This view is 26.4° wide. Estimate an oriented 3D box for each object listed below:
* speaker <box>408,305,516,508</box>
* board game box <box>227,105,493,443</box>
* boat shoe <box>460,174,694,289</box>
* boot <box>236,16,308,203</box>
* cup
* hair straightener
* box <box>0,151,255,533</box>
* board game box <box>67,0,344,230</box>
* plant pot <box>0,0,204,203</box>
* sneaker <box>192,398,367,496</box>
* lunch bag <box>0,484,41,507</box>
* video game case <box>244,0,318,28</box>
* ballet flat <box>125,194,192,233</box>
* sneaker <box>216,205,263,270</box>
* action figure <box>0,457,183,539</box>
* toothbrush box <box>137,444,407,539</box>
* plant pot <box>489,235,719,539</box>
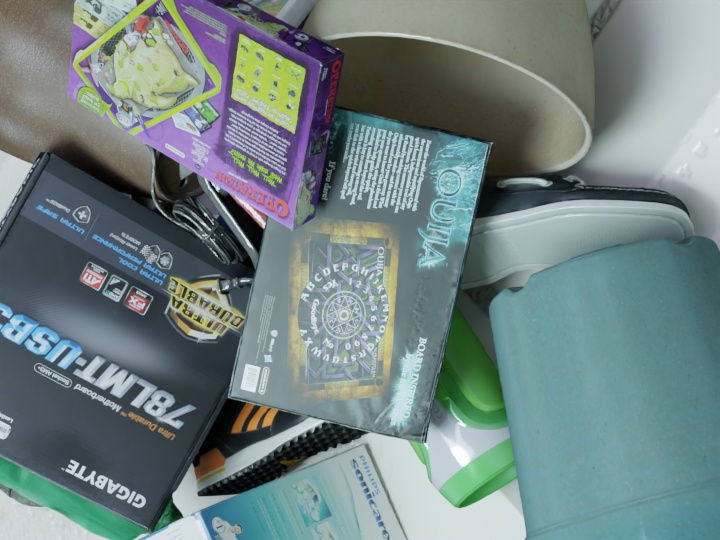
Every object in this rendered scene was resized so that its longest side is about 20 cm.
[{"bbox_3d":[0.044,0.062,1.074,0.088,0.088,0.201,-43,70,31],"label":"speaker"},{"bbox_3d":[0.000,0.000,0.994,0.134,0.028,0.202,13,96,5],"label":"board game box"},{"bbox_3d":[0.122,-0.035,1.018,0.198,0.076,0.061,-3,49,20],"label":"boat shoe"},{"bbox_3d":[-0.056,-0.147,1.144,0.181,0.072,0.201,27,104,32],"label":"boot"},{"bbox_3d":[0.066,-0.166,0.991,0.199,0.200,0.144,3,69,36],"label":"cup"},{"bbox_3d":[-0.082,-0.012,1.037,0.200,0.041,0.077,45,113,-5],"label":"hair straightener"},{"bbox_3d":[-0.185,0.051,1.079,0.200,0.199,0.050,-61,18,-6],"label":"box"},{"bbox_3d":[-0.103,-0.122,0.967,0.199,0.032,0.121,31,125,24],"label":"board game box"},{"bbox_3d":[-0.184,-0.139,1.126,0.199,0.186,0.188,33,113,26],"label":"plant pot"},{"bbox_3d":[-0.061,0.100,1.166,0.199,0.070,0.091,-32,67,31],"label":"sneaker"},{"bbox_3d":[-0.258,0.069,1.239,0.200,0.139,0.169,34,128,40],"label":"lunch bag"},{"bbox_3d":[-0.063,-0.214,1.050,0.142,0.201,0.018,5,138,39],"label":"video game case"},{"bbox_3d":[-0.167,-0.041,1.232,0.063,0.067,0.202,-16,85,29],"label":"ballet flat"},{"bbox_3d":[-0.108,0.050,1.165,0.078,0.070,0.201,24,86,35],"label":"sneaker"},{"bbox_3d":[-0.207,0.145,1.147,0.118,0.200,0.055,-48,28,3],"label":"action figure"},{"bbox_3d":[-0.086,0.209,1.113,0.146,0.199,0.086,-30,82,33],"label":"toothbrush box"},{"bbox_3d":[0.173,0.094,0.931,0.199,0.199,0.198,-24,72,35],"label":"plant pot"}]
